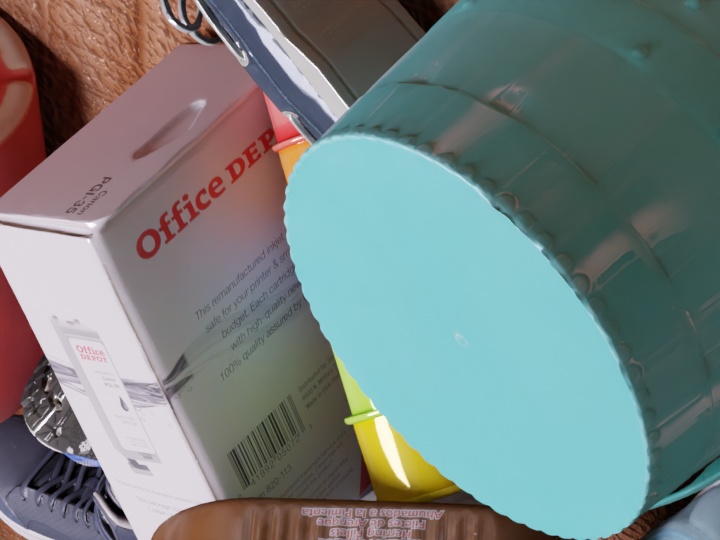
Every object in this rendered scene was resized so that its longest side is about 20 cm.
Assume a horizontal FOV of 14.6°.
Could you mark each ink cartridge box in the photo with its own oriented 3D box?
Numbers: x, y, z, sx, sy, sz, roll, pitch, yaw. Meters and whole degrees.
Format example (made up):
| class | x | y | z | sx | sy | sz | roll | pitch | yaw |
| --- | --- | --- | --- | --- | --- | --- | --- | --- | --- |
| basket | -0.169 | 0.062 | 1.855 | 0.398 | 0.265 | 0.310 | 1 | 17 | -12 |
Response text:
| class | x | y | z | sx | sy | sz | roll | pitch | yaw |
| --- | --- | --- | --- | --- | --- | --- | --- | --- | --- |
| ink cartridge box | -0.060 | 0.018 | 1.249 | 0.083 | 0.147 | 0.200 | 9 | 132 | 43 |

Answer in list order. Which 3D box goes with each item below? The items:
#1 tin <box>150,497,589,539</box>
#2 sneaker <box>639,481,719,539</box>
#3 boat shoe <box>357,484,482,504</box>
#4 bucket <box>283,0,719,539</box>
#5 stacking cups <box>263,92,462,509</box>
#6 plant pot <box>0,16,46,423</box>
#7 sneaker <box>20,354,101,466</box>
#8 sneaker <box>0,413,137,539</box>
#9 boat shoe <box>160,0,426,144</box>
| class | x | y | z | sx | sy | sz | roll | pitch | yaw |
| --- | --- | --- | --- | --- | --- | --- | --- | --- | --- |
| tin | 0.007 | 0.134 | 1.177 | 0.200 | 0.042 | 0.112 | 2 | 153 | 6 |
| sneaker | 0.130 | 0.147 | 1.201 | 0.074 | 0.082 | 0.200 | 45 | 151 | 17 |
| boat shoe | 0.057 | 0.098 | 1.270 | 0.070 | 0.071 | 0.200 | 50 | 144 | -1 |
| bucket | 0.080 | -0.010 | 1.023 | 0.207 | 0.135 | 0.207 | 37 | 150 | 26 |
| stacking cups | 0.000 | 0.000 | 1.176 | 0.060 | 0.060 | 0.200 | -18 | 91 | 61 |
| plant pot | -0.240 | -0.038 | 1.426 | 0.200 | 0.200 | 0.178 | 38 | 141 | 22 |
| sneaker | -0.101 | 0.045 | 1.360 | 0.089 | 0.200 | 0.079 | 39 | 110 | -8 |
| sneaker | -0.143 | 0.113 | 1.554 | 0.202 | 0.077 | 0.146 | 28 | 158 | 19 |
| boat shoe | -0.039 | -0.120 | 1.128 | 0.200 | 0.075 | 0.062 | 49 | 145 | -3 |
